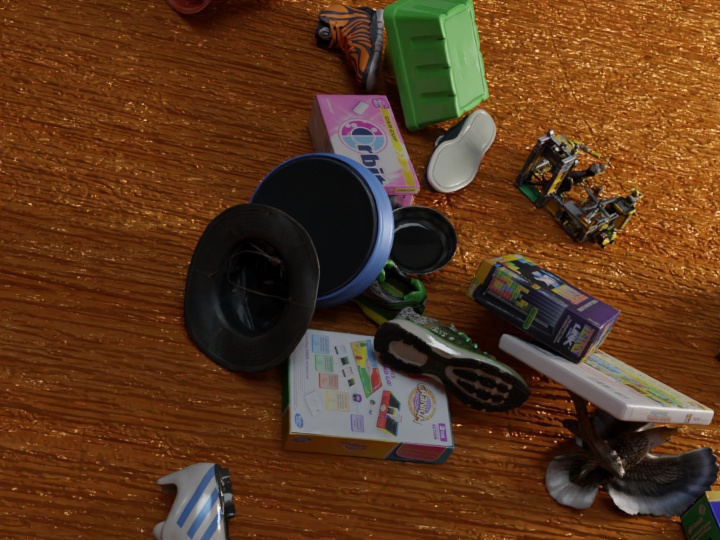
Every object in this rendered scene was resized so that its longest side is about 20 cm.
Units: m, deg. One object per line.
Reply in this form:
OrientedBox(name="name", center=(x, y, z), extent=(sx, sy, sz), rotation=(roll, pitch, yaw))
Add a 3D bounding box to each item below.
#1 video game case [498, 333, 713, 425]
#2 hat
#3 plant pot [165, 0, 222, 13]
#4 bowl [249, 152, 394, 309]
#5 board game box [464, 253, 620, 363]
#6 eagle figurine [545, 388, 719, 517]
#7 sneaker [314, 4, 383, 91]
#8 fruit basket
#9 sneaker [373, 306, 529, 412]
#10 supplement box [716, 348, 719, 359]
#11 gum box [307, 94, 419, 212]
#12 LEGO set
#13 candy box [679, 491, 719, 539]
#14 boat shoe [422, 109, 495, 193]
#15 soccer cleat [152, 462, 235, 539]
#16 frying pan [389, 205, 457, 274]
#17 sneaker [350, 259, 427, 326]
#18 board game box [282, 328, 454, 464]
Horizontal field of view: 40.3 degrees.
OrientedBox(name="video game case", center=(0.294, 0.131, 1.181), extent=(0.181, 0.023, 0.200), rotation=(10, 13, -40))
OrientedBox(name="hat", center=(-0.120, 0.023, 1.193), extent=(0.201, 0.201, 0.081), rotation=(44, 12, 19))
OrientedBox(name="plant pot", center=(-0.212, -0.528, 1.593), extent=(0.195, 0.201, 0.201), rotation=(-20, 59, -42))
OrientedBox(name="bowl", center=(-0.057, -0.053, 1.242), extent=(0.201, 0.201, 0.039), rotation=(44, 8, 19))
OrientedBox(name="board game box", center=(0.240, 0.043, 1.266), extent=(0.165, 0.057, 0.200), rotation=(30, 13, 17))
OrientedBox(name="eagle figurine", center=(0.333, 0.221, 1.201), extent=(0.200, 0.150, 0.153), rotation=(13, 85, -49))
OrientedBox(name="sneaker", center=(-0.021, -0.364, 1.597), extent=(0.111, 0.078, 0.200), rotation=(7, 43, -4))
OrientedBox(name="fruit basket", center=(0.092, -0.338, 1.554), extent=(0.215, 0.216, 0.155), rotation=(40, 49, 16))
OrientedBox(name="sneaker", center=(0.119, 0.097, 1.193), extent=(0.199, 0.077, 0.089), rotation=(28, 39, 2))
OrientedBox(name="supplement box", center=(0.625, 0.081, 1.416), extent=(0.131, 0.103, 0.200), rotation=(39, 50, 15))
OrientedBox(name="gum box", center=(0.003, -0.166, 1.430), extent=(0.113, 0.066, 0.201), rotation=(-3, 52, -20))
OrientedBox(name="LEGO set", center=(0.342, -0.144, 1.497), extent=(0.153, 0.116, 0.200), rotation=(-17, 58, -30))
OrientedBox(name="candy box", center=(0.492, 0.361, 1.148), extent=(0.168, 0.077, 0.201), rotation=(2, 49, -18))
OrientedBox(name="boat shoe", center=(0.143, -0.172, 1.494), extent=(0.076, 0.060, 0.200), rotation=(53, 47, -9))
OrientedBox(name="soccer cleat", center=(-0.164, 0.291, 0.991), extent=(0.086, 0.070, 0.201), rotation=(-9, 51, -6))
OrientedBox(name="frying pan", center=(0.042, -0.028, 1.352), extent=(0.189, 0.031, 0.115), rotation=(-18, 60, -12))
OrientedBox(name="sneaker", center=(0.000, 0.000, 1.276), extent=(0.199, 0.085, 0.078), rotation=(26, 47, 6))
OrientedBox(name="board game box", center=(0.006, 0.149, 1.180), extent=(0.199, 0.040, 0.154), rotation=(8, 49, -13))
